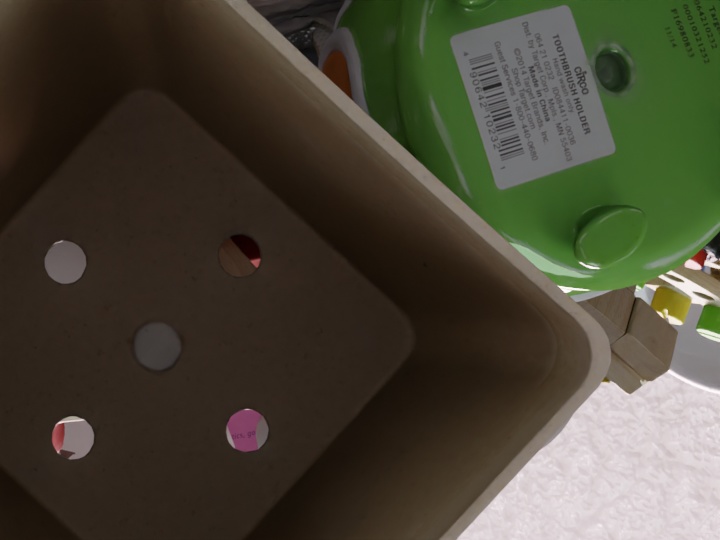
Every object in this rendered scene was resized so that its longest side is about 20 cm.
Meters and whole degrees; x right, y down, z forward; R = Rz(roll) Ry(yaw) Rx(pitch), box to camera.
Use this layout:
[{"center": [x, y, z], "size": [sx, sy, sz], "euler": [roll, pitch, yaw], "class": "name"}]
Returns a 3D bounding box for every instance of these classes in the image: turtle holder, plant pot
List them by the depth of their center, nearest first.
[{"center": [-0.069, 0.026, 0.793], "size": [0.200, 0.200, 0.177], "euler": [-48, -178, 0], "class": "plant pot"}, {"center": [0.065, -0.069, 0.877], "size": [0.132, 0.141, 0.186], "euler": [-17, -149, 56], "class": "turtle holder"}]

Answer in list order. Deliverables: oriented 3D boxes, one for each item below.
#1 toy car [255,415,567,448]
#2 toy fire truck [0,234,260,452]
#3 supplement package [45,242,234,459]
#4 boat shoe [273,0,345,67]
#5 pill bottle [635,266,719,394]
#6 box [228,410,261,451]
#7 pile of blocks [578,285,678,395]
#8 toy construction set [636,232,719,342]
[{"center": [0.000, 0.000, 1.126], "size": [0.150, 0.176, 0.200], "euler": [22, 147, -35], "class": "toy car"}, {"center": [-0.044, 0.002, 0.940], "size": [0.199, 0.141, 0.049], "euler": [5, 142, 3], "class": "toy fire truck"}, {"center": [-0.132, 0.070, 1.091], "size": [0.113, 0.110, 0.200], "euler": [12, 155, 11], "class": "supplement package"}, {"center": [0.004, -0.071, 1.005], "size": [0.199, 0.071, 0.069], "euler": [-15, 175, 22], "class": "boat shoe"}, {"center": [0.209, -0.040, 1.304], "size": [0.116, 0.116, 0.200], "euler": [-16, -152, 39], "class": "pill bottle"}, {"center": [-0.100, 0.047, 1.445], "size": [0.096, 0.201, 0.176], "euler": [-13, 176, -1], "class": "box"}, {"center": [0.026, 0.011, 1.022], "size": [0.199, 0.082, 0.062], "euler": [11, -140, 10], "class": "pile of blocks"}, {"center": [0.192, -0.011, 1.119], "size": [0.199, 0.092, 0.131], "euler": [-2, 158, 32], "class": "toy construction set"}]
